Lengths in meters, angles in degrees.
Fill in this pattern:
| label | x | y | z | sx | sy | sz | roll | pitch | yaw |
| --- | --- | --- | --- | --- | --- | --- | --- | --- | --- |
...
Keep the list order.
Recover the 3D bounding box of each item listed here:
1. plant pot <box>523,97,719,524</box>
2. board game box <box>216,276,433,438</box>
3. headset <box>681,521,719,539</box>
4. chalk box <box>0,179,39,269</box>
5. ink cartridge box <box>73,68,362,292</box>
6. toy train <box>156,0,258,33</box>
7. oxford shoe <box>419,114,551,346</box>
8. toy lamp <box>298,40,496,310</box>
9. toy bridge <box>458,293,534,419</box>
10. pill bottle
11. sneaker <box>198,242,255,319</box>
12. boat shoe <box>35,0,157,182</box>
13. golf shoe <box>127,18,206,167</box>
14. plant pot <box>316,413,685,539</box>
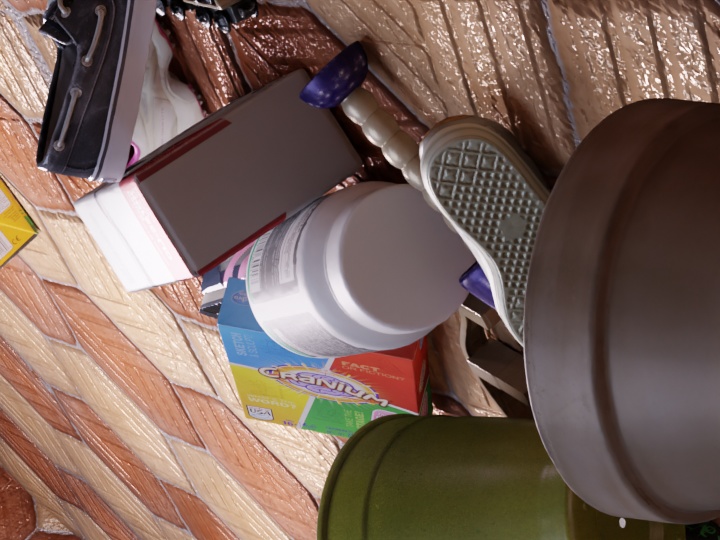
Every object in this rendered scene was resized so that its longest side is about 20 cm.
| label | x | y | z | sx | sy | sz | roll | pitch | yaw |
| --- | --- | --- | --- | --- | --- | --- | --- | --- | --- |
| plant pot | 0.200 | 0.026 | 1.015 | 0.173 | 0.200 | 0.200 | 7 | 140 | 40 |
| board game box | -0.024 | 0.075 | 1.744 | 0.152 | 0.040 | 0.200 | 10 | 157 | 9 |
| headset | 0.238 | 0.261 | 1.565 | 0.123 | 0.094 | 0.201 | 26 | 142 | 52 |
| chalk box | -0.475 | -0.066 | 2.524 | 0.200 | 0.124 | 0.124 | 21 | 149 | 54 |
| ink cartridge box | -0.104 | -0.059 | 1.584 | 0.084 | 0.144 | 0.200 | 58 | 162 | -6 |
| toy train | -0.125 | -0.197 | 1.534 | 0.200 | 0.034 | 0.046 | 23 | 138 | 56 |
| oxford shoe | 0.097 | -0.019 | 1.342 | 0.200 | 0.075 | 0.058 | 53 | -170 | -31 |
| toy lamp | 0.046 | -0.051 | 1.401 | 0.200 | 0.058 | 0.058 | 49 | 163 | 2 |
| toy bridge | 0.103 | 0.070 | 1.581 | 0.067 | 0.027 | 0.200 | 31 | 158 | 45 |
| pill bottle | 0.000 | 0.000 | 1.527 | 0.113 | 0.113 | 0.200 | 50 | 163 | -9 |
| sneaker | -0.058 | -0.016 | 1.721 | 0.070 | 0.082 | 0.200 | 18 | 159 | -36 |
| boat shoe | -0.177 | -0.160 | 1.486 | 0.067 | 0.201 | 0.072 | 7 | -172 | -21 |
| golf shoe | -0.183 | -0.148 | 1.684 | 0.075 | 0.091 | 0.200 | 32 | 156 | 44 |
| plant pot | 0.107 | 0.182 | 1.525 | 0.192 | 0.201 | 0.201 | -15 | 120 | 42 |
